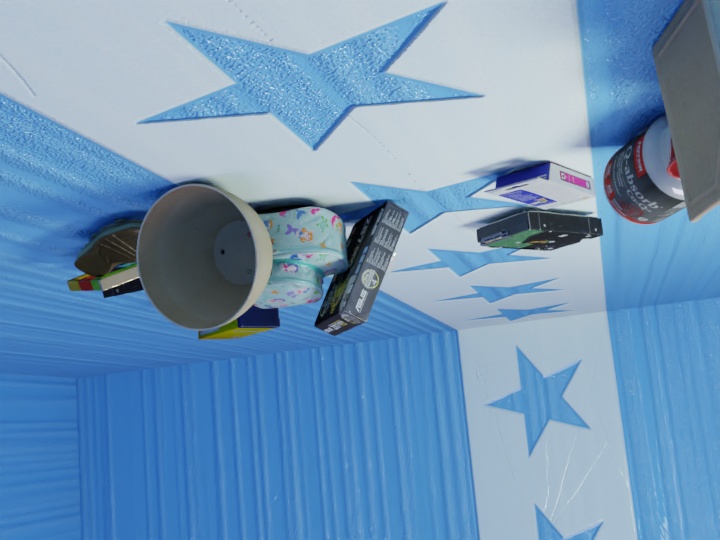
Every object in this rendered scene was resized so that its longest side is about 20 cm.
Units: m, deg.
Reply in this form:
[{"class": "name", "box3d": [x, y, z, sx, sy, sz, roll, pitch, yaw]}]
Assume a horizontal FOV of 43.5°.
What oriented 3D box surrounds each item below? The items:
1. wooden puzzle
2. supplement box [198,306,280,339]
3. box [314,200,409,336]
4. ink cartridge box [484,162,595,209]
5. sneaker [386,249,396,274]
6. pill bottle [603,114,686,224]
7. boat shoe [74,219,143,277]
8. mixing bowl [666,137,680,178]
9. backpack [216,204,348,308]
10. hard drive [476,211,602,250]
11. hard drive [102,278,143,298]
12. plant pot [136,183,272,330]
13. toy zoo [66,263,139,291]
[{"class": "wooden puzzle", "box3d": [0.323, -0.156, 0.840, 0.037, 0.189, 0.200, -9, 170, 5]}, {"class": "supplement box", "box3d": [-0.283, 0.091, 2.071, 0.108, 0.111, 0.199, 3, 167, -39]}, {"class": "box", "box3d": [0.000, 0.000, 1.486, 0.049, 0.203, 0.161, 27, 161, -15]}, {"class": "ink cartridge box", "box3d": [0.276, -0.130, 1.380, 0.094, 0.038, 0.198, -12, 170, 37]}, {"class": "sneaker", "box3d": [-0.019, -0.018, 1.702, 0.117, 0.075, 0.200, -7, 174, -31]}, {"class": "pill bottle", "box3d": [0.405, -0.138, 1.175, 0.114, 0.118, 0.200, -4, 169, -8]}, {"class": "boat shoe", "box3d": [-0.389, -0.047, 1.442, 0.073, 0.064, 0.199, 32, 143, -28]}, {"class": "mixing bowl", "box3d": [0.425, -0.179, 0.980, 0.196, 0.110, 0.200, -7, 170, -1]}, {"class": "backpack", "box3d": [-0.118, -0.026, 1.444, 0.197, 0.153, 0.178, -13, 161, 13]}, {"class": "hard drive", "box3d": [0.332, -0.072, 1.671, 0.197, 0.039, 0.139, 1, 168, -35]}, {"class": "hard drive", "box3d": [-0.366, 0.007, 1.683, 0.197, 0.039, 0.139, -12, -176, 27]}, {"class": "plant pot", "box3d": [-0.204, -0.022, 1.307, 0.197, 0.204, 0.134, -10, 180, 24]}, {"class": "toy zoo", "box3d": [-0.434, 0.005, 1.593, 0.130, 0.021, 0.199, -24, -168, -35]}]
